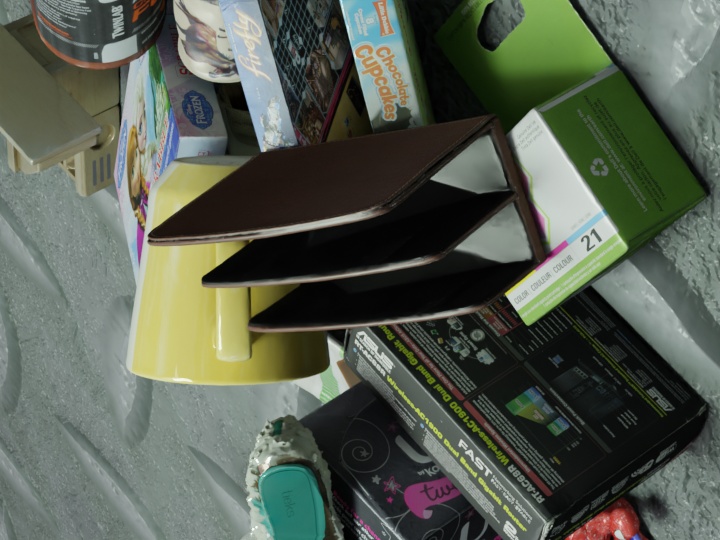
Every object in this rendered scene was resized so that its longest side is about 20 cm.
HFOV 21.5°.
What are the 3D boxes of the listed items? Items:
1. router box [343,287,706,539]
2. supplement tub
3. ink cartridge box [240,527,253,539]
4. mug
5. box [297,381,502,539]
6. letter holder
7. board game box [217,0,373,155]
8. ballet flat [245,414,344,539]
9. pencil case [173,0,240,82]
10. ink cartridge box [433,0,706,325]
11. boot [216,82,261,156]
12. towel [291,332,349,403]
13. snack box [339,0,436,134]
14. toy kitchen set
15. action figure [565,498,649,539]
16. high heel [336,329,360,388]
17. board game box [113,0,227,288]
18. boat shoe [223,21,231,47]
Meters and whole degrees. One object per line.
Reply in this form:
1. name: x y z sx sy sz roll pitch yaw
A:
1. router box: 0.108 0.077 1.269 0.200 0.150 0.062 47 150 23
2. supplement tub: -0.197 -0.237 1.399 0.107 0.107 0.200 52 164 14
3. ink cartridge box: 0.002 0.255 1.523 0.147 0.200 0.146 18 146 52
4. mug: -0.085 -0.002 1.368 0.186 0.149 0.154 11 102 52
5. box: 0.063 0.133 1.341 0.132 0.200 0.115 44 149 27
6. letter holder: -0.014 -0.013 1.176 0.200 0.142 0.101 -6 112 40
7. board game box: -0.024 -0.124 1.311 0.035 0.135 0.200 3 120 33
8. ballet flat: -0.040 0.180 1.288 0.072 0.072 0.200 33 139 40
9. pencil case: -0.100 -0.234 1.394 0.089 0.078 0.200 36 143 34
10. ink cartridge box: 0.104 -0.086 1.202 0.200 0.076 0.148 55 151 6
11. boot: -0.091 -0.083 1.529 0.200 0.072 0.155 17 131 46
12. towel: -0.043 0.074 1.574 0.200 0.023 0.153 35 162 24
13. snack box: 0.026 -0.116 1.278 0.116 0.037 0.200 -88 -15 -64
14. toy kitchen set: -0.296 -0.103 1.705 0.163 0.200 0.181 44 148 29
15. action figure: 0.168 0.229 1.404 0.099 0.065 0.200 63 154 14
16. high heel: 0.000 0.000 1.453 0.067 0.096 0.200 -20 90 47
17. board game box: -0.157 -0.091 1.536 0.200 0.041 0.200 -109 25 -46
18. boat shoe: -0.044 -0.158 1.377 0.074 0.063 0.202 -6 118 29
